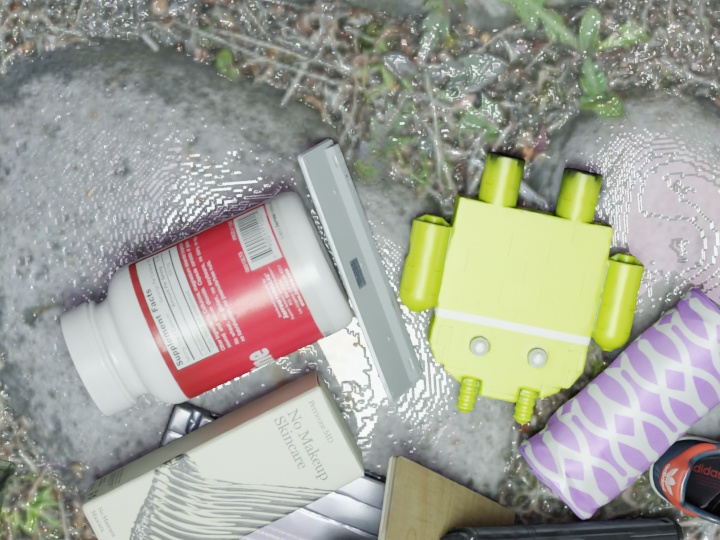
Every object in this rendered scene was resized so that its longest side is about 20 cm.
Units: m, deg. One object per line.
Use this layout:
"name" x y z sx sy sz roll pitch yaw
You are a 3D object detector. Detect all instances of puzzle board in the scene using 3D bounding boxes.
"puzzle board" 0.055 0.255 1.593 0.151 0.017 0.201 30 61 -44

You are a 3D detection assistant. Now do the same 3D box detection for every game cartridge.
"game cartridge" -0.072 0.194 1.658 0.199 0.038 0.130 21 101 -5

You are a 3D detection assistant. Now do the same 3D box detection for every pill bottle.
"pill bottle" -0.115 0.030 1.593 0.199 0.112 0.113 -24 98 2

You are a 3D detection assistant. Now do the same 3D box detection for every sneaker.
"sneaker" 0.323 0.172 1.639 0.199 0.085 0.075 4 98 -3

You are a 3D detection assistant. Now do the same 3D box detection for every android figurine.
"android figurine" 0.120 0.015 1.635 0.181 0.041 0.201 13 96 -4

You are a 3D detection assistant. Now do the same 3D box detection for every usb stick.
"usb stick" 0.152 0.205 1.618 0.199 0.055 0.033 1 71 -29

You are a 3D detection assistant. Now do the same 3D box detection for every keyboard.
"keyboard" 0.000 0.000 1.622 0.011 0.056 0.201 -15 100 34

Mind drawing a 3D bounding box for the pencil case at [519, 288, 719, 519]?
"pencil case" 0.212 0.099 1.626 0.200 0.086 0.084 -41 104 3

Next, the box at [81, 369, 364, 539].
"box" -0.102 0.157 1.601 0.199 0.068 0.082 -28 98 2

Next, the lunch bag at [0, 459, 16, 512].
"lunch bag" -0.335 0.216 1.568 0.117 0.200 0.165 21 96 -4
